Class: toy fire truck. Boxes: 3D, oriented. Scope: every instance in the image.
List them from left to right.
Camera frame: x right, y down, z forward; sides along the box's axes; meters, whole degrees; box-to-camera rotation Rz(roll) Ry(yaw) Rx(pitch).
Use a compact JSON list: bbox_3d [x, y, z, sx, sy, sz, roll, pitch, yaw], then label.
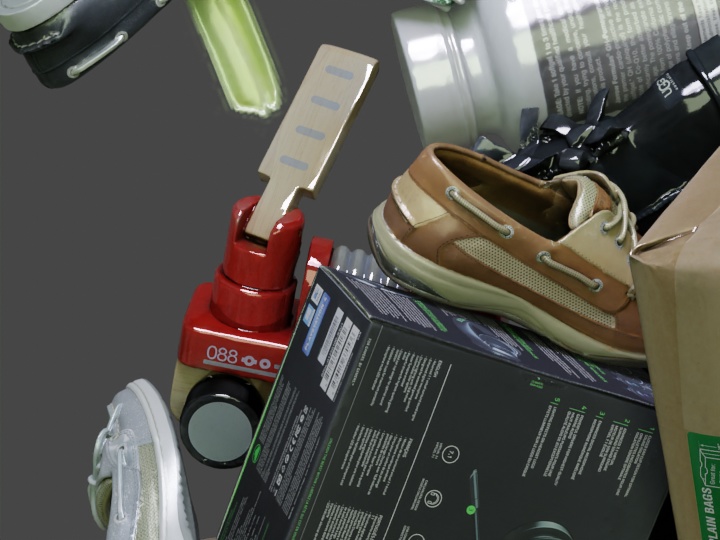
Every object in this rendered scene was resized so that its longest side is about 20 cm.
[{"bbox_3d":[0.000,0.000,1.237,0.174,0.129,0.202,11,114,2],"label":"toy fire truck"}]

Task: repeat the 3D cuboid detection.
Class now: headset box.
[{"bbox_3d":[0.049,0.114,1.156,0.198,0.093,0.176,16,102,-21],"label":"headset box"}]

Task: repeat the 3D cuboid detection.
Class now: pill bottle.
[{"bbox_3d":[0.122,-0.125,1.266,0.198,0.111,0.112,-15,85,-1],"label":"pill bottle"}]

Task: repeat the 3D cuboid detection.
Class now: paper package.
[{"bbox_3d":[0.220,0.039,1.124,0.103,0.191,0.202,3,119,32],"label":"paper package"}]

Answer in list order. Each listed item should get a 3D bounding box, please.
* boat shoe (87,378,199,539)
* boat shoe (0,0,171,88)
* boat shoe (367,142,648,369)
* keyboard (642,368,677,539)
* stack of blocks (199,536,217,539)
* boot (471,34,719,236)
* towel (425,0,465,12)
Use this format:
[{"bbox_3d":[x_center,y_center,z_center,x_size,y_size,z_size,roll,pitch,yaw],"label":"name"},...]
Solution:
[{"bbox_3d":[-0.118,0.138,1.220,0.064,0.075,0.203,-11,45,-4],"label":"boat shoe"},{"bbox_3d":[-0.115,-0.180,1.298,0.199,0.076,0.061,-37,124,-12],"label":"boat shoe"},{"bbox_3d":[0.105,-0.009,1.159,0.198,0.076,0.074,15,123,-18],"label":"boat shoe"},{"bbox_3d":[0.147,0.097,1.283,0.104,0.040,0.201,33,73,-7],"label":"keyboard"},{"bbox_3d":[-0.100,0.207,1.234,0.198,0.116,0.059,-9,128,0],"label":"stack of blocks"},{"bbox_3d":[0.159,-0.019,1.243,0.162,0.074,0.199,-30,123,10],"label":"boot"},{"bbox_3d":[0.025,-0.245,1.270,0.148,0.031,0.201,23,59,5],"label":"towel"}]
